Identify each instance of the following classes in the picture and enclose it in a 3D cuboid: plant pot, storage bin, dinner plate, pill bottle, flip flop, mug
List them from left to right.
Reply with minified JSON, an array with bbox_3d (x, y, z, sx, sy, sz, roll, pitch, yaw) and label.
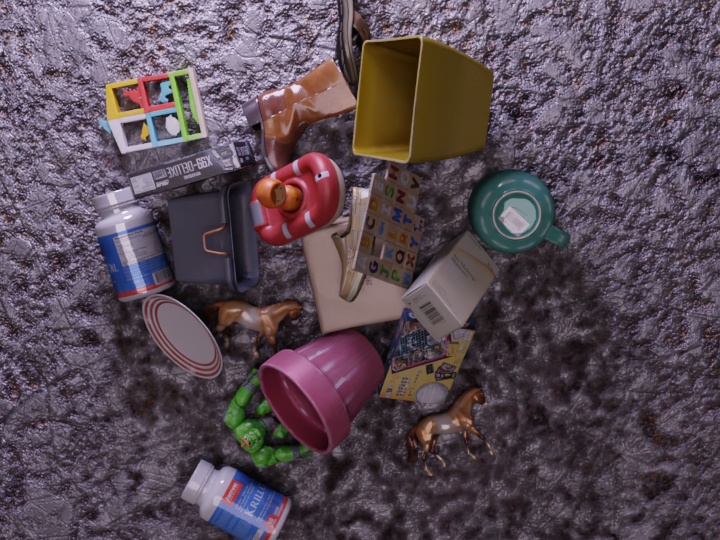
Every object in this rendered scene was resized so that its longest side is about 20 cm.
[{"bbox_3d":[-0.432,-0.051,1.465,0.112,0.112,0.201,-16,98,5],"label":"pill bottle"},{"bbox_3d":[-0.335,0.123,1.485,0.200,0.024,0.201,24,138,24],"label":"dinner plate"},{"bbox_3d":[-0.280,-0.060,1.451,0.134,0.146,0.201,-2,100,13],"label":"storage bin"},{"bbox_3d":[-0.248,0.459,1.540,0.200,0.112,0.112,29,100,-4],"label":"pill bottle"},{"bbox_3d":[-0.061,0.206,1.447,0.179,0.200,0.200,-37,99,-30],"label":"plant pot"},{"bbox_3d":[-0.011,-0.436,1.402,0.057,0.081,0.201,-2,95,-12],"label":"flip flop"},{"bbox_3d":[0.116,-0.288,1.353,0.176,0.200,0.201,0,102,-29],"label":"plant pot"},{"bbox_3d":[0.292,-0.108,1.421,0.184,0.114,0.153,-4,100,4],"label":"mug"}]

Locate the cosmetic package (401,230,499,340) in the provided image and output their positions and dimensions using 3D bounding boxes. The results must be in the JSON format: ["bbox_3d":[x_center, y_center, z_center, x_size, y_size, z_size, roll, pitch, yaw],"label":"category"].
[{"bbox_3d":[0.166,0.025,1.405,0.104,0.200,0.073,49,132,-7],"label":"cosmetic package"}]

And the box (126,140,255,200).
[{"bbox_3d":[-0.302,-0.184,1.412,0.199,0.158,0.050,-16,99,4],"label":"box"}]

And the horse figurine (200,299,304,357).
[{"bbox_3d":[-0.221,0.104,1.508,0.199,0.050,0.133,15,109,-4],"label":"horse figurine"}]

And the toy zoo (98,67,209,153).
[{"bbox_3d":[-0.396,-0.297,1.464,0.199,0.020,0.132,-9,100,4],"label":"toy zoo"}]

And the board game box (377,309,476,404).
[{"bbox_3d":[0.120,0.166,1.465,0.135,0.035,0.200,9,126,-12],"label":"board game box"}]

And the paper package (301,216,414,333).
[{"bbox_3d":[0.000,0.000,1.460,0.190,0.103,0.201,-11,100,4],"label":"paper package"}]

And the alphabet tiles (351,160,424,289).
[{"bbox_3d":[0.059,-0.080,1.355,0.008,0.167,0.201,8,82,40],"label":"alphabet tiles"}]

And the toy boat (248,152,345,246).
[{"bbox_3d":[-0.127,-0.128,1.347,0.200,0.131,0.131,-23,74,29],"label":"toy boat"}]

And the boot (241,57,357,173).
[{"bbox_3d":[-0.094,-0.267,1.441,0.199,0.068,0.189,-23,88,6],"label":"boot"}]

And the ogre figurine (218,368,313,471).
[{"bbox_3d":[-0.189,0.307,1.532,0.120,0.098,0.200,-36,113,-10],"label":"ogre figurine"}]

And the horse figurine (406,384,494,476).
[{"bbox_3d":[0.170,0.320,1.534,0.199,0.050,0.133,-22,86,12],"label":"horse figurine"}]

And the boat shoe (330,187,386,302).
[{"bbox_3d":[-0.017,-0.047,1.363,0.076,0.072,0.201,15,90,-13],"label":"boat shoe"}]
